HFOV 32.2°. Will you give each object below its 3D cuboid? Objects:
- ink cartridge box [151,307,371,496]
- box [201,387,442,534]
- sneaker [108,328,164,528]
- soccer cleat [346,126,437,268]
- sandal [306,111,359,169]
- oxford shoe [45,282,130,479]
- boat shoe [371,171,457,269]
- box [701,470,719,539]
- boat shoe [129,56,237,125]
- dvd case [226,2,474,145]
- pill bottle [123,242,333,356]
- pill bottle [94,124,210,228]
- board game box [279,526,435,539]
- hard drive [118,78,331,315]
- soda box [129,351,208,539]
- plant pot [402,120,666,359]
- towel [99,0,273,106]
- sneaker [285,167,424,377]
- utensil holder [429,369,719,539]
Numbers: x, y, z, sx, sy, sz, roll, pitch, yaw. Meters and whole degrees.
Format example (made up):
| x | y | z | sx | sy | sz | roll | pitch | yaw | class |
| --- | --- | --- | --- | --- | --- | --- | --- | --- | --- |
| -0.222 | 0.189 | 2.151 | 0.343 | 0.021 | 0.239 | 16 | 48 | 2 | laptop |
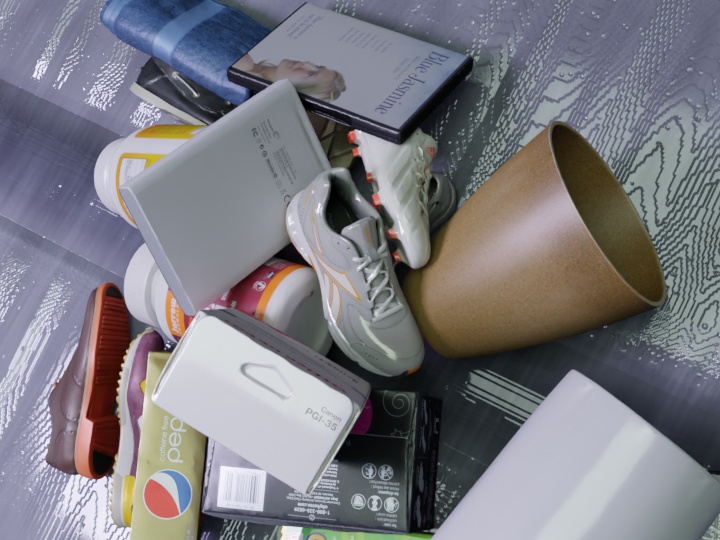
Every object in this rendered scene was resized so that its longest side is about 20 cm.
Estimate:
| x | y | z | sx | sy | sz | roll | pitch | yaw | class |
| --- | --- | --- | --- | --- | --- | --- | --- | --- | --- |
| -0.075 | 0.099 | 1.018 | 0.146 | 0.200 | 0.083 | 31 | 91 | 3 | ink cartridge box |
| -0.032 | 0.174 | 1.174 | 0.199 | 0.115 | 0.133 | 2 | 82 | 17 | box |
| -0.195 | 0.160 | 1.251 | 0.090 | 0.075 | 0.201 | 3 | 87 | 7 | sneaker |
| 0.041 | -0.091 | 1.162 | 0.077 | 0.069 | 0.201 | -15 | 54 | -3 | soccer cleat |
| -0.029 | -0.158 | 1.270 | 0.080 | 0.054 | 0.201 | 8 | 68 | 11 | sandal |
| -0.287 | 0.110 | 1.282 | 0.072 | 0.071 | 0.201 | 4 | 82 | 21 | oxford shoe |
| 0.009 | -0.025 | 1.221 | 0.071 | 0.069 | 0.200 | 43 | 95 | 15 | boat shoe |
| 0.233 | 0.268 | 1.088 | 0.181 | 0.104 | 0.201 | 3 | 81 | 15 | box |
| -0.149 | -0.168 | 1.291 | 0.200 | 0.072 | 0.068 | 33 | 90 | 21 | boat shoe |
| -0.010 | -0.196 | 1.214 | 0.199 | 0.018 | 0.143 | 23 | 49 | 23 | dvd case |
| -0.129 | 0.031 | 1.214 | 0.199 | 0.109 | 0.110 | 15 | 84 | 33 | pill bottle |
| -0.177 | -0.088 | 1.233 | 0.200 | 0.111 | 0.112 | 8 | 81 | 48 | pill bottle |
| 0.017 | 0.293 | 1.185 | 0.199 | 0.030 | 0.096 | 3 | 81 | 14 | board game box |
| -0.112 | -0.069 | 1.138 | 0.200 | 0.132 | 0.027 | -40 | 26 | -32 | hard drive |
| -0.176 | 0.179 | 1.177 | 0.064 | 0.068 | 0.201 | 4 | 81 | -3 | soda box |
| 0.143 | -0.006 | 1.136 | 0.200 | 0.186 | 0.187 | -31 | 73 | 24 | plant pot |
| -0.163 | -0.242 | 1.290 | 0.200 | 0.112 | 0.049 | 32 | 135 | 15 | towel |
| 0.000 | 0.000 | 1.110 | 0.076 | 0.092 | 0.200 | -25 | 76 | -28 | sneaker |
| 0.167 | 0.204 | 0.978 | 0.170 | 0.170 | 0.200 | 40 | 89 | 18 | utensil holder |
